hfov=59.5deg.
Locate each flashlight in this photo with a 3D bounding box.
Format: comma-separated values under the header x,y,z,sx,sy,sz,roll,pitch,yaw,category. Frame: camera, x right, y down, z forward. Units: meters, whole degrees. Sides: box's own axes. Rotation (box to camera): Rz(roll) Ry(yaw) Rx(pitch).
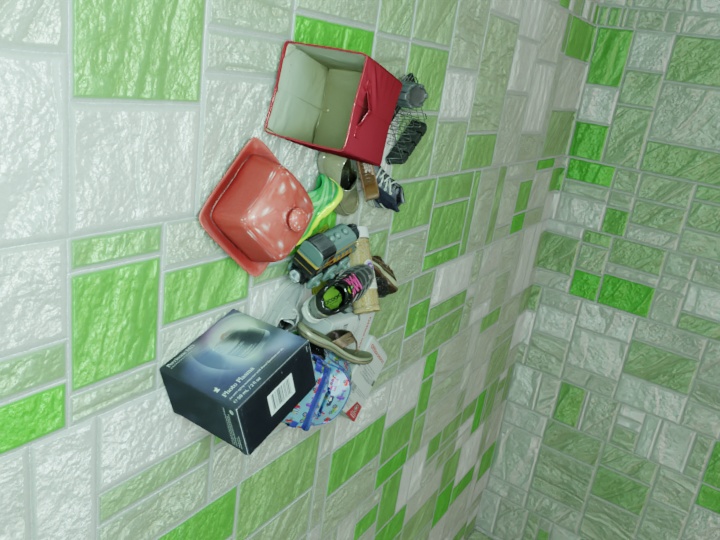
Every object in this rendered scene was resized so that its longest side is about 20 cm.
x,y,z,sx,sy,sz,roll,pitch,yaw,category
0.060,-0.374,1.312,0.068,0.199,0.068,-55,132,-7,flashlight

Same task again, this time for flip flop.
x,y,z,sx,sy,sz,roll,pitch,yaw,category
-0.049,0.151,1.377,0.199,0.081,0.058,30,87,-24,flip flop

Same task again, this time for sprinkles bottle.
x,y,z,sx,sy,sz,roll,pitch,yaw,category
0.000,0.000,1.482,0.068,0.068,0.203,6,73,-60,sprinkles bottle

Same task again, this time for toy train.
x,y,z,sx,sy,sz,roll,pitch,yaw,category
-0.072,-0.037,1.338,0.199,0.085,0.114,-32,162,-51,toy train

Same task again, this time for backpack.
x,y,z,sx,sy,sz,roll,pitch,yaw,category
-0.109,0.255,1.360,0.198,0.134,0.184,26,95,-21,backpack

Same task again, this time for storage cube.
x,y,z,sx,sy,sz,roll,pitch,yaw,category
-0.045,-0.307,1.185,0.179,0.198,0.173,0,106,-66,storage cube

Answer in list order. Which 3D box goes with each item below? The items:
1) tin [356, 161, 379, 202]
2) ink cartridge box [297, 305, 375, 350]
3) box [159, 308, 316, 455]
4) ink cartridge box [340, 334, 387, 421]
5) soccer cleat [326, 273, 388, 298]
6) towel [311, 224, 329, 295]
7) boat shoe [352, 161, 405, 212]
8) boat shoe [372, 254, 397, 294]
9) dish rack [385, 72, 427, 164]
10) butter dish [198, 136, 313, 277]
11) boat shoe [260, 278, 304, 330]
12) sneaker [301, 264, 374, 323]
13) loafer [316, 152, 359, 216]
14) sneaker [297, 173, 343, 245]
x,y,z,sx,sy,sz,roll,pitch,yaw,category
0.005,-0.251,1.379,0.112,0.041,0.202,-110,-175,-64,tin
-0.064,0.155,1.516,0.199,0.084,0.147,-10,124,-58,ink cartridge box
-0.223,0.196,1.162,0.200,0.197,0.124,-43,138,-41,box
-0.023,0.275,1.674,0.201,0.083,0.145,-59,148,-19,ink cartridge box
-0.018,0.046,1.553,0.199,0.073,0.069,2,79,-45,soccer cleat
-0.088,-0.004,1.467,0.086,0.018,0.202,-44,142,-38,towel
0.050,-0.220,1.502,0.075,0.092,0.201,-59,149,-21,boat shoe
0.032,-0.007,1.640,0.202,0.074,0.076,44,38,-54,boat shoe
0.102,-0.374,1.546,0.154,0.054,0.201,-58,147,-26,dish rack
-0.156,-0.103,1.137,0.201,0.147,0.200,-59,139,-19,butter dish
-0.167,0.103,1.338,0.201,0.068,0.072,-54,147,-28,boat shoe
-0.034,0.045,1.371,0.199,0.087,0.074,-33,95,-31,sneaker
-0.038,-0.188,1.393,0.076,0.068,0.201,-58,148,-21,loafer
-0.122,-0.119,1.304,0.084,0.074,0.200,47,69,-20,sneaker
